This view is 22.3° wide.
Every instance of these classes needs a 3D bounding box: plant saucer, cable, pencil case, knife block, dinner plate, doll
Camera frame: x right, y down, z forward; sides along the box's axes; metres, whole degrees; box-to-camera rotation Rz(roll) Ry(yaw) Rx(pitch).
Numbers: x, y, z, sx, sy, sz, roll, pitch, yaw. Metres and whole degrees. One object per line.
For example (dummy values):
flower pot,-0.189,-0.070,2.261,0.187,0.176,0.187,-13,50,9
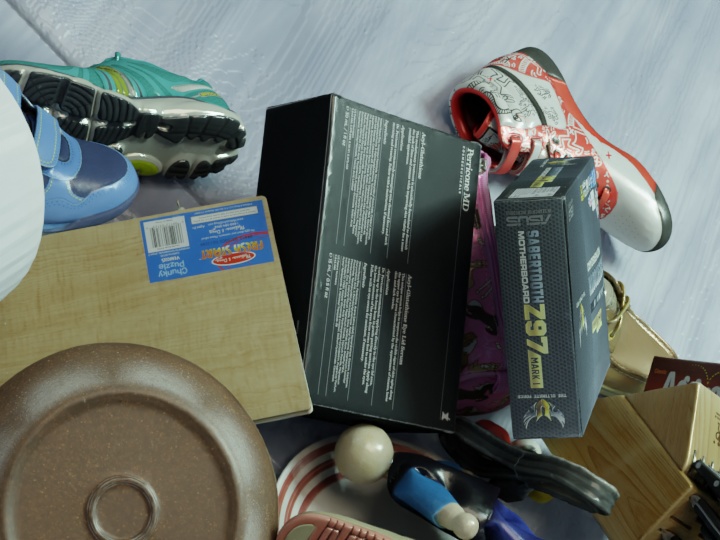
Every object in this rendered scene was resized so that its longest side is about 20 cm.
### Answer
plant saucer,-0.140,0.141,1.061,0.199,0.037,0.202,2,82,-15
cable,0.114,0.122,1.220,0.097,0.200,0.050,41,74,-5
pencil case,0.068,0.007,1.313,0.082,0.087,0.202,-5,65,-6
knife block,0.195,0.171,1.226,0.064,0.199,0.177,33,60,-34
dinner plate,0.026,0.194,1.194,0.199,0.024,0.201,21,42,-20
doll,0.072,0.159,1.184,0.199,0.049,0.136,32,7,4

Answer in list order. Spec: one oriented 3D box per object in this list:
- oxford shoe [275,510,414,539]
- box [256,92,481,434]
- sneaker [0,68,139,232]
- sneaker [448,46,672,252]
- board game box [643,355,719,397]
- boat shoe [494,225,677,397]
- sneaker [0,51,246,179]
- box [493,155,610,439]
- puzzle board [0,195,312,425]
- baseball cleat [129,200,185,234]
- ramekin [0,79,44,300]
oxford shoe,0.032,0.200,1.131,0.199,0.071,0.074,32,15,-15
box,0.000,0.000,1.218,0.140,0.079,0.202,14,77,-38
sneaker,-0.230,-0.083,1.152,0.198,0.083,0.074,12,35,-22
sneaker,0.152,-0.082,1.449,0.108,0.067,0.202,-26,75,-41
board game box,0.255,0.117,1.281,0.019,0.200,0.104,21,82,-24
boat shoe,0.167,0.031,1.383,0.199,0.066,0.074,30,49,-15
sneaker,-0.174,-0.110,1.249,0.199,0.078,0.080,7,38,-37
box,0.134,0.013,1.244,0.200,0.051,0.159,-38,124,-73
puzzle board,-0.141,0.039,1.139,0.198,0.017,0.152,-11,65,-7
baseball cleat,-0.077,0.002,1.246,0.199,0.070,0.107,-9,82,-35
ramekin,-0.275,-0.048,1.043,0.201,0.200,0.098,51,38,4
